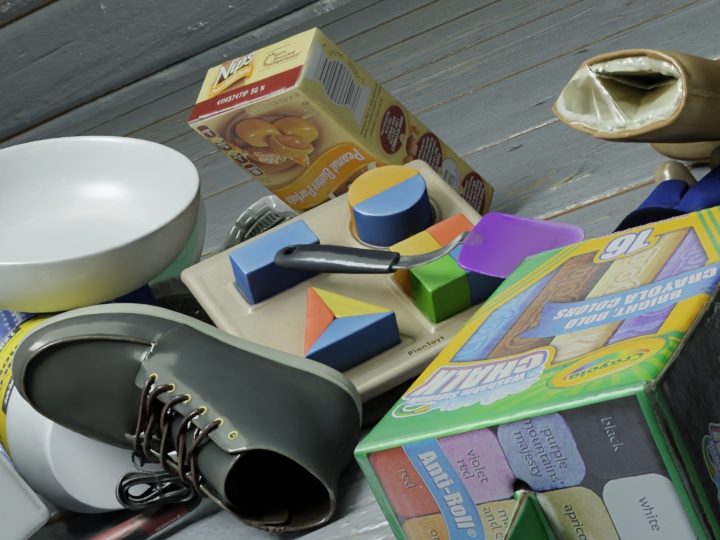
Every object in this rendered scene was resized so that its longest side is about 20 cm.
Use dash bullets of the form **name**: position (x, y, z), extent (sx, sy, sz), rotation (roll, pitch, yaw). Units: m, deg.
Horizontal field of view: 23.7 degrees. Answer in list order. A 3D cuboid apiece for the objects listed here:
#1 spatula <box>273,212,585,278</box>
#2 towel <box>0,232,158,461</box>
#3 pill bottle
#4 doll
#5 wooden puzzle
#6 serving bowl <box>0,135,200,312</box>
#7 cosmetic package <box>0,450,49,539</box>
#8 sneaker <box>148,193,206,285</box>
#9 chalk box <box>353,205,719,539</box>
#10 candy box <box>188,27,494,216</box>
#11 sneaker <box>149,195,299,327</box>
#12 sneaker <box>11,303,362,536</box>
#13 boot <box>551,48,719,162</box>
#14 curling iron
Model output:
- **spatula**: position (0.032, -0.009, 1.003), extent (0.199, 0.021, 0.057), rotation (-4, 35, 33)
- **towel**: position (-0.228, 0.076, 1.219), extent (0.199, 0.145, 0.024), rotation (-29, -18, -8)
- **pill bottle**: position (-0.173, 0.089, 1.084), extent (0.111, 0.113, 0.200), rotation (-30, 14, -14)
- **doll**: position (0.166, -0.011, 0.957), extent (0.136, 0.049, 0.200), rotation (-17, 17, 39)
- **wooden puzzle**: position (0.000, 0.000, 1.069), extent (0.184, 0.047, 0.200), rotation (-26, 37, -15)
- **serving bowl**: position (-0.206, -0.024, 1.185), extent (0.198, 0.066, 0.201), rotation (-3, 29, 2)
- **cosmetic package**: position (-0.315, 0.139, 0.981), extent (0.200, 0.165, 0.165), rotation (-42, 14, -19)
- **sneaker**: position (-0.193, 0.014, 1.300), extent (0.201, 0.073, 0.118), rotation (-57, -13, 4)
- **chalk box**: position (0.092, 0.078, 0.615), extent (0.123, 0.125, 0.200), rotation (-15, 17, 37)
- **candy box**: position (-0.011, -0.081, 1.226), extent (0.115, 0.200, 0.056), rotation (-13, 49, 44)
- **sneaker**: position (-0.115, 0.032, 1.308), extent (0.200, 0.078, 0.099), rotation (-38, -6, -22)
- **sneaker**: position (-0.099, 0.077, 0.921), extent (0.198, 0.075, 0.106), rotation (10, 22, 2)
- **boot**: position (0.189, -0.104, 1.048), extent (0.199, 0.067, 0.174), rotation (-5, -3, -42)
- **curling iron**: position (-0.174, 0.161, 0.973), extent (0.199, 0.050, 0.026), rotation (-34, 11, 0)
